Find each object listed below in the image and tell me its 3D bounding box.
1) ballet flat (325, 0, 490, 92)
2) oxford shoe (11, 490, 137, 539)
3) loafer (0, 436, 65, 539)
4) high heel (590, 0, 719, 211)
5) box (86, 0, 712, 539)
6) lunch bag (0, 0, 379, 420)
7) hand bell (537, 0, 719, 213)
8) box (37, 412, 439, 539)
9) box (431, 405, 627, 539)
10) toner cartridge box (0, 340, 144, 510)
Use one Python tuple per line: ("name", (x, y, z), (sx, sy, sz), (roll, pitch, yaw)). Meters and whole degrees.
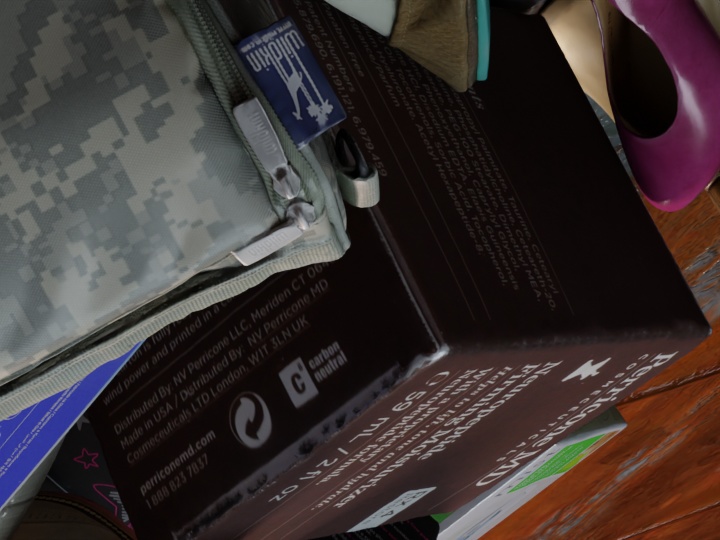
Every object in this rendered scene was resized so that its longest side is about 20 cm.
("ballet flat", (0.014, -0.123, 0.709), (0.072, 0.068, 0.200), (-4, 159, -2))
("oxford shoe", (-0.118, 0.128, 0.803), (0.199, 0.071, 0.075), (9, -176, 31))
("loafer", (-0.142, 0.043, 0.770), (0.201, 0.063, 0.072), (-60, 161, 8))
("high heel", (0.093, -0.092, 0.805), (0.096, 0.067, 0.201), (-27, 131, -22))
("box", (0.000, 0.000, 0.838), (0.166, 0.165, 0.199), (-39, 158, 32))
("lunch bag", (-0.111, -0.039, 0.585), (0.199, 0.169, 0.139), (-29, 161, 4))
("hand bell", (0.160, -0.035, 0.903), (0.103, 0.201, 0.104), (-23, 162, -8))
("box", (-0.085, 0.115, 0.920), (0.132, 0.200, 0.115), (-45, -172, 28))
("box", (0.028, 0.110, 1.161), (0.200, 0.097, 0.176), (-39, 169, 14))
("toner cartridge box", (-0.118, 0.000, 0.703), (0.200, 0.095, 0.043), (-48, 147, 10))
